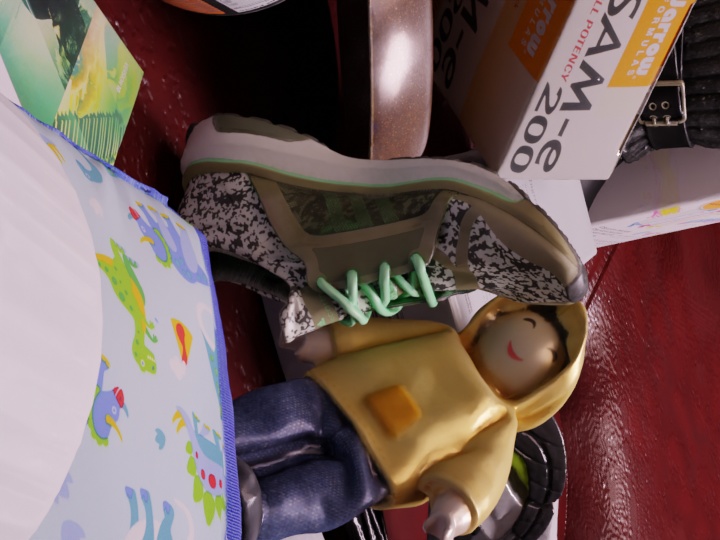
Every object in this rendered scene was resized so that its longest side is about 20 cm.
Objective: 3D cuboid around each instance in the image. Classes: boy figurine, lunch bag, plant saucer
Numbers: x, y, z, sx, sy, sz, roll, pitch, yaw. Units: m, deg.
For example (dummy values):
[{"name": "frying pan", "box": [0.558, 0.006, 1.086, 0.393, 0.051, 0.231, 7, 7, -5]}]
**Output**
[{"name": "boy figurine", "box": [0.019, 0.065, 0.991, 0.125, 0.199, 0.065, 57, -29, 31]}, {"name": "lunch bag", "box": [-0.123, 0.045, 0.779, 0.170, 0.127, 0.201, 37, 57, -53]}, {"name": "plant saucer", "box": [0.010, -0.133, 1.113, 0.200, 0.034, 0.202, 178, -90, -86]}]

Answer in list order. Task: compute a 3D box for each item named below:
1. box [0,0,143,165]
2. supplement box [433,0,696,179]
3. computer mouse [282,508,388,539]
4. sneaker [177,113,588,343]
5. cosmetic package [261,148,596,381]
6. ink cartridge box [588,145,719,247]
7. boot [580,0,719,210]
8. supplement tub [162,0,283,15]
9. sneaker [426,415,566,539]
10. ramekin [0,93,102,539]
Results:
[{"name": "box", "box": [-0.157, -0.092, 0.867, 0.200, 0.036, 0.145, 58, 33, -39]}, {"name": "supplement box", "box": [0.077, -0.155, 1.161, 0.073, 0.126, 0.200, -1, 41, -29]}, {"name": "computer mouse", "box": [-0.024, 0.141, 1.030, 0.200, 0.044, 0.110, -12, 92, -64]}, {"name": "sneaker", "box": [0.000, 0.000, 0.995, 0.089, 0.199, 0.077, -66, 153, -25]}, {"name": "cosmetic package", "box": [0.038, -0.005, 1.153, 0.200, 0.101, 0.075, -33, 110, -61]}, {"name": "ink cartridge box", "box": [0.192, -0.093, 1.381, 0.128, 0.199, 0.126, 3, 77, -64]}, {"name": "boot", "box": [0.154, -0.069, 1.287, 0.080, 0.157, 0.212, -93, -176, -62]}, {"name": "supplement tub", "box": [-0.068, -0.172, 0.954, 0.200, 0.122, 0.123, 4, 75, -80]}, {"name": "sneaker", "box": [0.064, 0.124, 1.133, 0.081, 0.073, 0.201, -93, -172, -56]}, {"name": "ramekin", "box": [-0.167, 0.014, 0.631, 0.098, 0.199, 0.202, 39, 46, -63]}]
